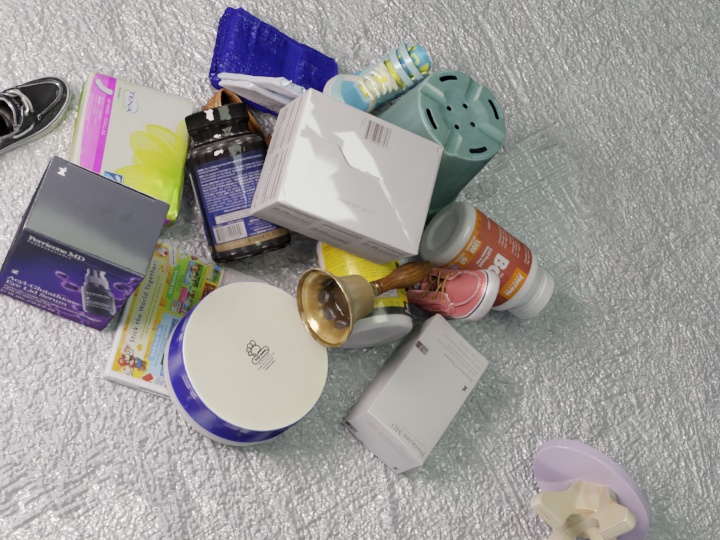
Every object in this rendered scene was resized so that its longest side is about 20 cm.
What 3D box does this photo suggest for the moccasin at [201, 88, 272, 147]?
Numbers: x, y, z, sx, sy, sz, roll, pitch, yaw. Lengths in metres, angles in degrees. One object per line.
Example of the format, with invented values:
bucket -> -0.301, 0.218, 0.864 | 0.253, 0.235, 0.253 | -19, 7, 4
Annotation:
moccasin -> -0.150, -0.169, 1.462 | 0.074, 0.078, 0.202 | -24, 81, -34

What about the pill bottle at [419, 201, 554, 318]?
pill bottle -> 0.195, -0.010, 1.550 | 0.200, 0.112, 0.112 | 33, 56, -26

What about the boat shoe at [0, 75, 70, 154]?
boat shoe -> -0.450, -0.201, 1.319 | 0.072, 0.068, 0.200 | 50, 55, -1

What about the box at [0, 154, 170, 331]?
box -> -0.336, -0.027, 1.223 | 0.148, 0.200, 0.105 | 23, 59, -18

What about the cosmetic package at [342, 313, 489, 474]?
cosmetic package -> 0.079, 0.172, 1.435 | 0.113, 0.081, 0.200 | 43, 54, -8

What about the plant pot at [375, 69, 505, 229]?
plant pot -> 0.104, -0.187, 1.538 | 0.200, 0.196, 0.201 | 11, 65, -24

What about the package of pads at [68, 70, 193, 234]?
package of pads -> -0.308, -0.158, 1.377 | 0.154, 0.068, 0.200 | 14, 63, -23

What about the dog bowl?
dog bowl -> -0.145, 0.118, 1.312 | 0.200, 0.079, 0.201 | 11, 64, -24

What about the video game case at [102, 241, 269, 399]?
video game case -> -0.224, 0.076, 1.349 | 0.182, 0.023, 0.200 | 21, 61, -19

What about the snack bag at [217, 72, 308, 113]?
snack bag -> -0.080, -0.223, 1.412 | 0.188, 0.200, 0.021 | 23, 88, -34

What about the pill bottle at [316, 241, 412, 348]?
pill bottle -> 0.000, 0.000, 1.447 | 0.114, 0.114, 0.200 | -1, 70, -29

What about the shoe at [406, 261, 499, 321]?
shoe -> 0.115, 0.028, 1.452 | 0.091, 0.200, 0.072 | 19, 77, -16

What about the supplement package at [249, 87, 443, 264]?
supplement package -> -0.018, -0.117, 1.329 | 0.200, 0.111, 0.156 | 21, 75, -22

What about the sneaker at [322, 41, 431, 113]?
sneaker -> 0.033, -0.291, 1.553 | 0.080, 0.130, 0.200 | 58, 35, -7

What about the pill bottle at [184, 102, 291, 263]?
pill bottle -> -0.170, -0.118, 1.377 | 0.112, 0.112, 0.200 | -18, 97, -33

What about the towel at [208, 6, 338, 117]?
towel -> -0.124, -0.300, 1.535 | 0.200, 0.050, 0.148 | 21, 59, -29

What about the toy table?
toy table -> 0.316, 0.347, 1.444 | 0.200, 0.184, 0.117 | 35, 39, -1

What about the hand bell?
hand bell -> 0.023, 0.022, 1.348 | 0.200, 0.104, 0.104 | -20, 79, -41
